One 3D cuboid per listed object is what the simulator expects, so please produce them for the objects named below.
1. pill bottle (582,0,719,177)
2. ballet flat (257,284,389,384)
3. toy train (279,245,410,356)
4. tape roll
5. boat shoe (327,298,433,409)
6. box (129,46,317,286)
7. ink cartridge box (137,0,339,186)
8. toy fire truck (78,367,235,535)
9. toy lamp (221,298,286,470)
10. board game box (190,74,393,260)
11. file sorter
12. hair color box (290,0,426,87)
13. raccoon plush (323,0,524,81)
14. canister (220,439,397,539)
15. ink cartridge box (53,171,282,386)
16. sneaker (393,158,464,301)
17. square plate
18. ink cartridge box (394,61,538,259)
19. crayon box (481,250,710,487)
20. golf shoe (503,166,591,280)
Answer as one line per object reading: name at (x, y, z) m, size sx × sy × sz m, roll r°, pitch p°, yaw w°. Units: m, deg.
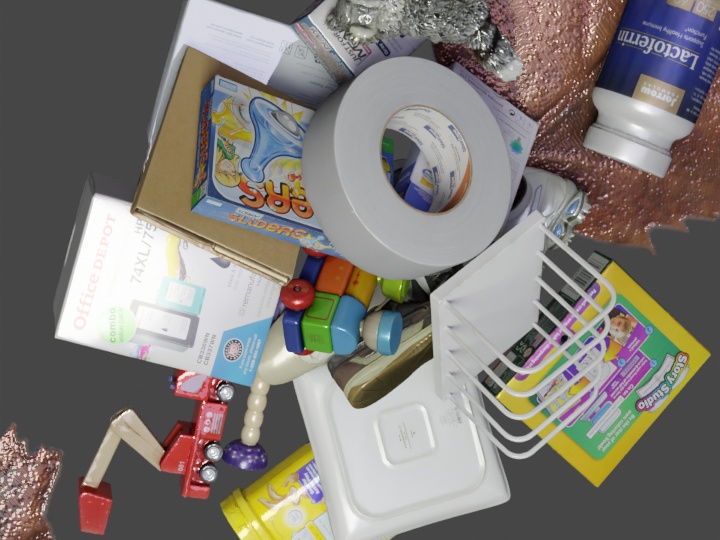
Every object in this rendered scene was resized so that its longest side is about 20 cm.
pill bottle at (0.314, -0.208, 1.409) m, size 0.115 × 0.116 × 0.202 m, roll 18°, pitch 98°, yaw -16°
ballet flat at (-0.025, 0.047, 1.378) m, size 0.200 × 0.069 × 0.070 m, roll -42°, pitch 110°, yaw -26°
toy train at (0.000, 0.000, 1.326) m, size 0.115 × 0.201 × 0.085 m, roll 10°, pitch 139°, yaw 12°
tape roll at (0.045, -0.095, 1.253) m, size 0.199 × 0.066 × 0.202 m, roll 8°, pitch 74°, yaw -30°
boat shoe at (0.053, 0.060, 1.370) m, size 0.200 × 0.072 × 0.066 m, roll -36°, pitch 67°, yaw -17°
box at (-0.119, -0.102, 1.270) m, size 0.162 × 0.021 × 0.201 m, roll 25°, pitch 54°, yaw -19°
ink cartridge box at (-0.111, -0.157, 1.358) m, size 0.198 × 0.041 × 0.202 m, roll 16°, pitch 96°, yaw -18°
toy fire truck at (-0.217, 0.182, 1.407) m, size 0.140 × 0.049 × 0.202 m, roll 10°, pitch 100°, yaw -15°
toy lamp at (-0.103, 0.108, 1.415) m, size 0.058 × 0.058 × 0.202 m, roll 11°, pitch 102°, yaw -15°
board game box at (-0.060, -0.091, 1.264) m, size 0.199 × 0.034 × 0.137 m, roll 17°, pitch 57°, yaw -27°
file sorter at (0.160, 0.073, 1.300) m, size 0.138 × 0.125 × 0.201 m, roll -37°, pitch 152°, yaw -17°
hair color box at (0.036, -0.275, 1.334) m, size 0.200 × 0.060 × 0.100 m, roll -45°, pitch 106°, yaw -15°
raccoon plush at (0.063, -0.222, 1.271) m, size 0.134 × 0.097 × 0.200 m, roll -44°, pitch 107°, yaw -7°
canister at (-0.029, 0.252, 1.448) m, size 0.199 × 0.087 × 0.149 m, roll -36°, pitch 106°, yaw -5°
ink cartridge box at (-0.191, 0.006, 1.322) m, size 0.198 × 0.146 × 0.148 m, roll 15°, pitch 99°, yaw -16°
sneaker at (0.075, -0.017, 1.409) m, size 0.066 × 0.091 × 0.202 m, roll -22°, pitch 106°, yaw -7°
square plate at (0.045, 0.170, 1.396) m, size 0.196 × 0.028 × 0.202 m, roll -14°, pitch 86°, yaw -12°
ink cartridge box at (0.106, -0.104, 1.368) m, size 0.119 × 0.042 × 0.201 m, roll 34°, pitch 54°, yaw -18°
crayon box at (0.266, 0.111, 1.500) m, size 0.172 × 0.058 × 0.200 m, roll 41°, pitch 91°, yaw -19°
golf shoe at (0.164, -0.019, 1.452) m, size 0.097 × 0.078 × 0.201 m, roll 32°, pitch 91°, yaw 2°
